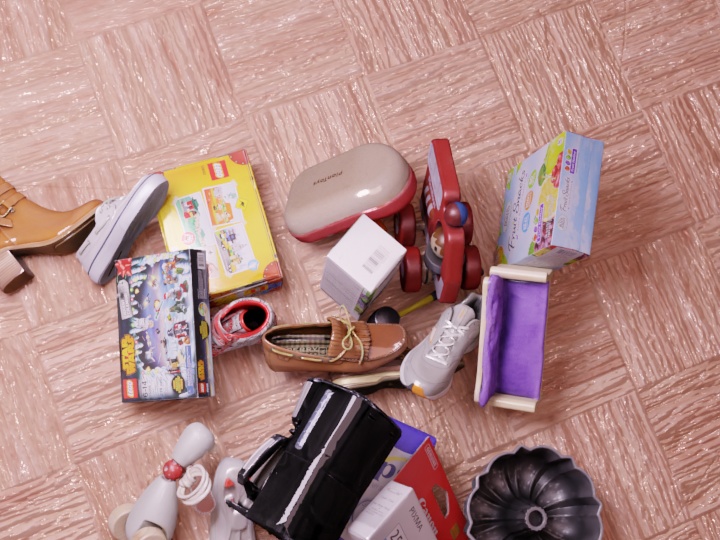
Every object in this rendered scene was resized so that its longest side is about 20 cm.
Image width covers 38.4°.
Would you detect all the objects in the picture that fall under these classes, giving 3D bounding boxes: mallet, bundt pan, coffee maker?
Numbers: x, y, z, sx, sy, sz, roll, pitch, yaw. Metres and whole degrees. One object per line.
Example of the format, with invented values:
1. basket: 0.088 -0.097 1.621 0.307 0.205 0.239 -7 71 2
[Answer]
1. mallet: 0.094 0.047 1.526 0.199 0.066 0.041 -26 81 -26
2. bundt pan: 0.230 0.344 1.437 0.201 0.076 0.203 3 78 -13
3. coffee maker: -0.037 0.254 1.285 0.192 0.135 0.200 26 74 23

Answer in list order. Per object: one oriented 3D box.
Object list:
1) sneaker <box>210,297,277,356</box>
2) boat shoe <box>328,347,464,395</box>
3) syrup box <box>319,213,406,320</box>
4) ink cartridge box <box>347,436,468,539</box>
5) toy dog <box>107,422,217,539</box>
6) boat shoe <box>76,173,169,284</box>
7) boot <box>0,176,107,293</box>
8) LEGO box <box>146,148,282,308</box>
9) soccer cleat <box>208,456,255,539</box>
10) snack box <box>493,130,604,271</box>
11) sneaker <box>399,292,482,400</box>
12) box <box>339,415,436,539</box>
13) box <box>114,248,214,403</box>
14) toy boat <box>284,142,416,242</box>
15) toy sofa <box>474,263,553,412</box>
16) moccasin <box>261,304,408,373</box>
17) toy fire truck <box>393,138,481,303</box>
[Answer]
1. sneaker: -0.214 0.088 1.442 0.200 0.108 0.068 -15 79 -9
2. boat shoe: 0.050 0.132 1.478 0.199 0.072 0.068 -7 70 -12
3. syrup box: 0.000 0.000 1.438 0.081 0.200 0.079 40 76 6
4. ink cartridge box: 0.083 0.351 1.361 0.176 0.045 0.201 -44 125 -30
5. toy dog: -0.246 0.311 1.390 0.200 0.096 0.132 -43 42 15
6. boat shoe: -0.341 -0.068 1.439 0.067 0.074 0.200 42 114 7
7. boot: -0.475 -0.082 1.476 0.200 0.074 0.155 -36 79 -15
8. LEGO box: -0.210 -0.056 1.492 0.148 0.077 0.201 -15 78 -9
9. soccer cleat: -0.176 0.353 1.409 0.069 0.078 0.201 4 96 -19
10. snack box: 0.266 -0.086 1.484 0.067 0.200 0.169 14 74 -12
11. sneaker: 0.119 0.094 1.422 0.075 0.092 0.200 29 39 10
12. box: -0.020 0.287 1.417 0.183 0.105 0.201 24 75 0
13. box: -0.269 0.077 1.413 0.136 0.040 0.201 -8 83 30
14. toy boat: -0.004 -0.093 1.498 0.199 0.131 0.131 -19 41 29
15. toy sofa: 0.216 0.095 1.445 0.082 0.098 0.201 7 102 19
16. moccasin: -0.035 0.095 1.422 0.200 0.078 0.074 1 55 4
17. toy fire truck: 0.114 -0.065 1.468 0.112 0.168 0.201 -2 52 -6
